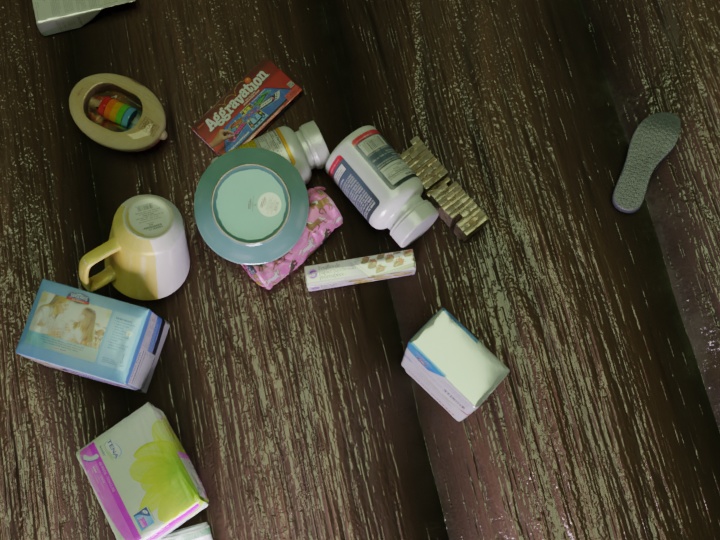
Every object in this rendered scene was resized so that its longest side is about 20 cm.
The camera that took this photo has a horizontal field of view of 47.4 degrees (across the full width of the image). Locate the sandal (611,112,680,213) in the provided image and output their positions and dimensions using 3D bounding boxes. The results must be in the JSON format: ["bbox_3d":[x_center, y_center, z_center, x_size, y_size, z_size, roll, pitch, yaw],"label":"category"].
[{"bbox_3d":[0.515,-0.200,1.498,0.075,0.043,0.202,29,88,16],"label":"sandal"}]

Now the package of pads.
[{"bbox_3d":[-0.356,0.339,1.348,0.153,0.068,0.201,-34,68,-7],"label":"package of pads"}]

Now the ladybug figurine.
[{"bbox_3d":[-0.443,-0.284,1.519,0.198,0.072,0.137,29,78,9],"label":"ladybug figurine"}]

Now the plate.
[{"bbox_3d":[-0.185,-0.111,1.392,0.197,0.026,0.204,0,86,-4],"label":"plate"}]

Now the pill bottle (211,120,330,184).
[{"bbox_3d":[-0.156,-0.188,1.468,0.198,0.113,0.114,-27,77,-5],"label":"pill bottle"}]

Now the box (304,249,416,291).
[{"bbox_3d":[0.000,0.000,1.454,0.197,0.041,0.039,-9,75,-2],"label":"box"}]

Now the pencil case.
[{"bbox_3d":[-0.122,-0.059,1.450,0.200,0.087,0.083,-42,60,-10],"label":"pencil case"}]

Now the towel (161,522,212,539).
[{"bbox_3d":[-0.297,0.529,1.332,0.147,0.031,0.203,-15,76,-2],"label":"towel"}]

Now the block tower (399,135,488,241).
[{"bbox_3d":[0.144,-0.145,1.480,0.058,0.054,0.201,-36,77,-8],"label":"block tower"}]

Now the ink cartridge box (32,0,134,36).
[{"bbox_3d":[-0.546,-0.563,1.608,0.197,0.050,0.163,-14,76,-6],"label":"ink cartridge box"}]

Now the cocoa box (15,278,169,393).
[{"bbox_3d":[-0.449,0.113,1.388,0.197,0.131,0.135,15,76,5],"label":"cocoa box"}]

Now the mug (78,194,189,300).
[{"bbox_3d":[-0.367,-0.036,1.386,0.148,0.154,0.188,24,58,-2],"label":"mug"}]

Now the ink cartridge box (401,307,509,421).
[{"bbox_3d":[0.148,0.158,1.331,0.144,0.200,0.085,44,76,11],"label":"ink cartridge box"}]

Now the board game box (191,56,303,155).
[{"bbox_3d":[-0.213,-0.302,1.546,0.103,0.019,0.200,42,80,12],"label":"board game box"}]

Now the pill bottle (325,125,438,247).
[{"bbox_3d":[0.041,-0.144,1.449,0.119,0.120,0.201,-38,78,-8],"label":"pill bottle"}]
